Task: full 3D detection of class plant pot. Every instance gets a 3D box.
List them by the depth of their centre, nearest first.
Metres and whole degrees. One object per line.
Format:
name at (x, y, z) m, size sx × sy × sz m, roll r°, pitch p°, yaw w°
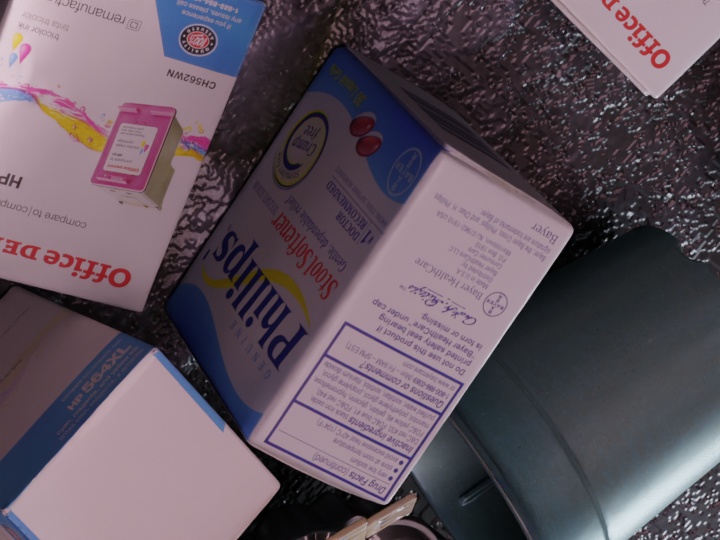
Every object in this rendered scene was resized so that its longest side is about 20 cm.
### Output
plant pot at (0.138, 0.083, 1.563) m, size 0.196 × 0.200 × 0.200 m, roll -33°, pitch 122°, yaw -14°

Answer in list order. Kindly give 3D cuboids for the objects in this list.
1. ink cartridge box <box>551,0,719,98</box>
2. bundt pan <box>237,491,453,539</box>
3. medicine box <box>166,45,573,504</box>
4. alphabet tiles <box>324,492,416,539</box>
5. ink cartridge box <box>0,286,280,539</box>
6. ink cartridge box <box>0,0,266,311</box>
ink cartridge box at (0.188, -0.224, 1.475) m, size 0.200 × 0.084 × 0.145 m, roll -45°, pitch 127°, yaw 7°
bundt pan at (-0.021, 0.229, 1.626) m, size 0.202 × 0.076 × 0.202 m, roll -8°, pitch 116°, yaw -17°
medicine box at (0.000, 0.000, 1.462) m, size 0.103 × 0.182 × 0.200 m, roll 29°, pitch 101°, yaw -29°
alphabet tiles at (-0.055, 0.186, 1.471) m, size 0.200 × 0.166 × 0.006 m, roll -30°, pitch 82°, yaw -6°
ink cartridge box at (-0.170, 0.105, 1.449) m, size 0.125 × 0.200 × 0.129 m, roll -48°, pitch 123°, yaw -14°
ink cartridge box at (-0.160, -0.091, 1.413) m, size 0.144 × 0.085 × 0.200 m, roll 15°, pitch 109°, yaw -27°
